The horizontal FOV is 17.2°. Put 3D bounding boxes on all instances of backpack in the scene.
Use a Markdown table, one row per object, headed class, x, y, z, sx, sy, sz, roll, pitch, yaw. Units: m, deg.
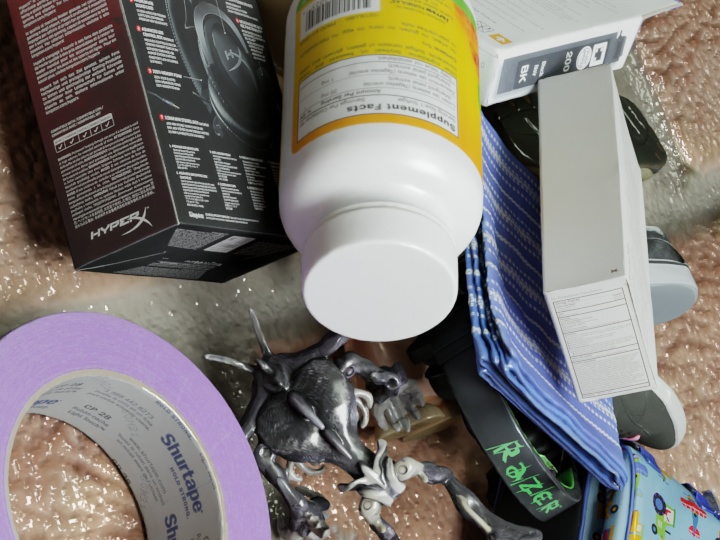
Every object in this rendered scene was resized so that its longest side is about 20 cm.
| class | x | y | z | sx | sy | sz | roll | pitch | yaw |
| --- | --- | --- | --- | --- | --- | --- | --- | --- | --- |
| backpack | 0.164 | 0.217 | 1.405 | 0.200 | 0.134 | 0.184 | 40 | 48 | -31 |

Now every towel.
| class | x | y | z | sx | sy | sz | roll | pitch | yaw |
| --- | --- | --- | --- | --- | --- | --- | --- | --- | --- |
| towel | 0.104 | 0.013 | 1.351 | 0.145 | 0.024 | 0.201 | 42 | 32 | -38 |

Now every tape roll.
| class | x | y | z | sx | sy | sz | roll | pitch | yaw |
| --- | --- | --- | --- | --- | --- | --- | --- | --- | --- |
| tape roll | -0.139 | 0.125 | 1.189 | 0.199 | 0.065 | 0.202 | 22 | 57 | -38 |

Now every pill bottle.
| class | x | y | z | sx | sy | sz | roll | pitch | yaw |
| --- | --- | --- | --- | --- | --- | --- | --- | --- | --- |
| pill bottle | 0.011 | -0.065 | 1.296 | 0.111 | 0.111 | 0.201 | 31 | 41 | -31 |

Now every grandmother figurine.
| class | x | y | z | sx | sy | sz | roll | pitch | yaw |
| --- | --- | --- | --- | --- | --- | --- | --- | --- | --- |
| grandmother figurine | 0.000 | 0.000 | 1.407 | 0.202 | 0.060 | 0.121 | 71 | 14 | 12 |

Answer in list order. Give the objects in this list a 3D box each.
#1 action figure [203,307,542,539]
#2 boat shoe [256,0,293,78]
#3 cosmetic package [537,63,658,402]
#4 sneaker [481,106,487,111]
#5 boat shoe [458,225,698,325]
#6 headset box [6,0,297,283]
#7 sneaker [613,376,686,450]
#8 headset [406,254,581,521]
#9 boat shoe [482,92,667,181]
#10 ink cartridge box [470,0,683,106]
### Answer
| class | x | y | z | sx | sy | sz | roll | pitch | yaw |
| --- | --- | --- | --- | --- | --- | --- | --- | --- | --- |
| action figure | -0.002 | 0.106 | 1.303 | 0.119 | 0.102 | 0.200 | -45 | 87 | -7 |
| boat shoe | -0.080 | -0.190 | 1.405 | 0.201 | 0.071 | 0.064 | 56 | 33 | 5 |
| cosmetic package | 0.132 | -0.025 | 1.347 | 0.201 | 0.050 | 0.083 | -86 | 162 | -52 |
| sneaker | 0.069 | -0.122 | 1.523 | 0.078 | 0.078 | 0.199 | 30 | 34 | 32 |
| boat shoe | 0.130 | -0.008 | 1.526 | 0.198 | 0.074 | 0.068 | -1 | 55 | -32 |
| headset box | -0.111 | -0.102 | 1.301 | 0.148 | 0.077 | 0.202 | 5 | 66 | -61 |
| sneaker | 0.135 | 0.092 | 1.497 | 0.200 | 0.070 | 0.100 | 42 | 69 | -47 |
| headset | 0.087 | 0.052 | 1.364 | 0.124 | 0.094 | 0.201 | 51 | 12 | -35 |
| boat shoe | 0.127 | -0.070 | 1.545 | 0.199 | 0.074 | 0.076 | 2 | 57 | -56 |
| ink cartridge box | 0.069 | -0.177 | 1.489 | 0.198 | 0.044 | 0.199 | 34 | 33 | 30 |
